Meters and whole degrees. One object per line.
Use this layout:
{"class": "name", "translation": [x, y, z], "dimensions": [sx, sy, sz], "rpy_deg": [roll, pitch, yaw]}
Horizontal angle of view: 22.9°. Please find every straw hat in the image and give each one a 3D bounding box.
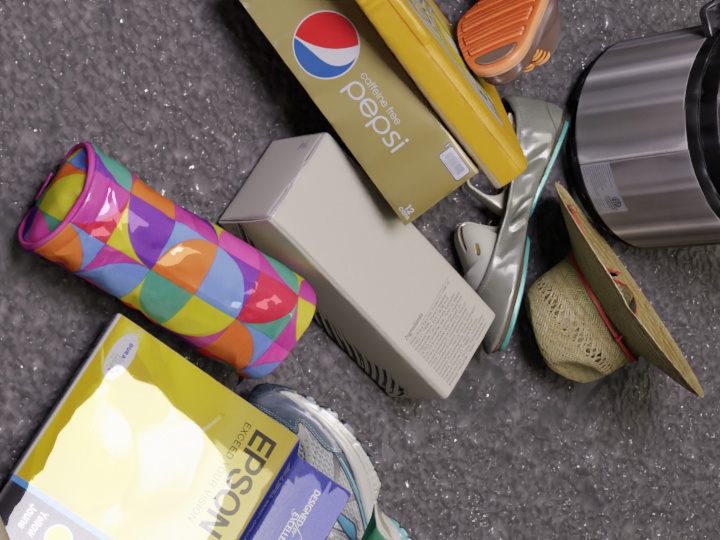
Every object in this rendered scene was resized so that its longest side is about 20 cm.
{"class": "straw hat", "translation": [0.172, 0.036, 1.363], "dimensions": [0.085, 0.201, 0.201], "rpy_deg": [-35, 116, 10]}

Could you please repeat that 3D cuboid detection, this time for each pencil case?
{"class": "pencil case", "translation": [-0.122, -0.003, 1.147], "dimensions": [0.200, 0.088, 0.089], "rpy_deg": [35, 69, -32]}

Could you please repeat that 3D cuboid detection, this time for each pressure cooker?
{"class": "pressure cooker", "translation": [0.281, -0.103, 1.380], "dimensions": [0.175, 0.199, 0.180], "rpy_deg": [27, 70, -34]}

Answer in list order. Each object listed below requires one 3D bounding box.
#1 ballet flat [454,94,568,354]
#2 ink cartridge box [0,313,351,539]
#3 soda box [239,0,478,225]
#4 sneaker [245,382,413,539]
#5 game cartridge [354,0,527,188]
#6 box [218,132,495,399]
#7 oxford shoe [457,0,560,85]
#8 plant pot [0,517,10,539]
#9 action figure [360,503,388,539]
{"class": "ballet flat", "translation": [0.102, -0.038, 1.341], "dimensions": [0.063, 0.067, 0.202], "rpy_deg": [18, 76, -7]}
{"class": "ink cartridge box", "translation": [-0.126, 0.164, 1.122], "dimensions": [0.199, 0.047, 0.198], "rpy_deg": [33, 66, -6]}
{"class": "soda box", "translation": [-0.002, -0.133, 1.208], "dimensions": [0.064, 0.068, 0.201], "rpy_deg": [-35, 98, 10]}
{"class": "sneaker", "translation": [-0.028, 0.169, 1.219], "dimensions": [0.086, 0.077, 0.201], "rpy_deg": [-41, 113, -27]}
{"class": "game cartridge", "translation": [0.039, -0.170, 1.230], "dimensions": [0.032, 0.177, 0.200], "rpy_deg": [-33, 116, 11]}
{"class": "box", "translation": [0.000, 0.000, 1.248], "dimensions": [0.200, 0.068, 0.082], "rpy_deg": [47, 62, -26]}
{"class": "oxford shoe", "translation": [0.120, -0.175, 1.296], "dimensions": [0.073, 0.071, 0.200], "rpy_deg": [61, 25, -23]}
{"class": "plant pot", "translation": [-0.271, 0.159, 0.985], "dimensions": [0.186, 0.187, 0.202], "rpy_deg": [-3, 77, -37]}
{"class": "action figure", "translation": [-0.021, 0.268, 1.186], "dimensions": [0.054, 0.118, 0.200], "rpy_deg": [26, 114, -39]}
